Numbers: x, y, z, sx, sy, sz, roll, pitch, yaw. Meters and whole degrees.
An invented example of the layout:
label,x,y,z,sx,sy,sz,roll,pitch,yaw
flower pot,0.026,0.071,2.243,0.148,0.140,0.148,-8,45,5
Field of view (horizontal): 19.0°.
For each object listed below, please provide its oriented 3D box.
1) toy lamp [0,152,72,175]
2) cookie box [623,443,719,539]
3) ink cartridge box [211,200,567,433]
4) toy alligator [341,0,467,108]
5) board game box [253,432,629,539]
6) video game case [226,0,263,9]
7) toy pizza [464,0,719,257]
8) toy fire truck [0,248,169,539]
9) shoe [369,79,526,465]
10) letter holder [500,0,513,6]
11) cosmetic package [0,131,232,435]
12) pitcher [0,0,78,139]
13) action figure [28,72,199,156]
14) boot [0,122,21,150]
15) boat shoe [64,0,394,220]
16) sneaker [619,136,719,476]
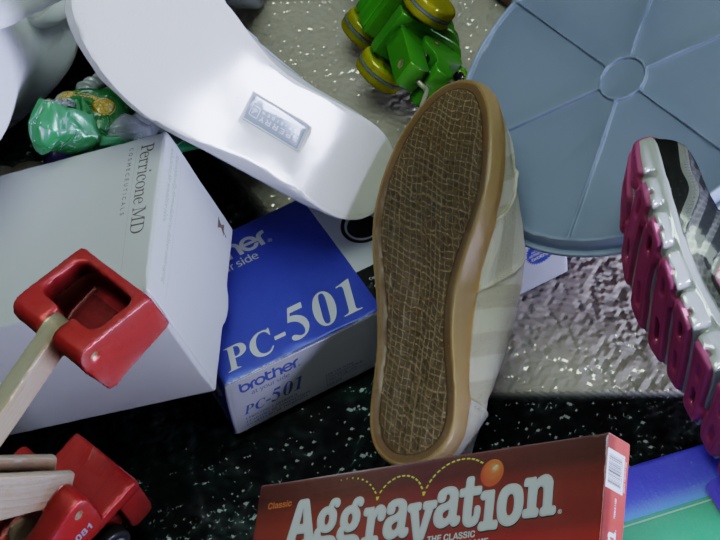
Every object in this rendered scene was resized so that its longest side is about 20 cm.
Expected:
label,x,y,z,sx,sy,sz,roll,pitch,yaw
toy lamp,-0.248,-0.040,1.177,0.198,0.058,0.059,-11,50,-1
cookie box,0.154,0.168,0.943,0.198,0.076,0.172,-16,49,-8
ink cartridge box,0.000,0.000,1.122,0.199,0.044,0.094,-26,50,-15
toy alligator,0.036,-0.122,1.208,0.054,0.059,0.201,23,29,-30
board game box,0.027,0.134,0.942,0.199,0.019,0.104,-13,58,38
video game case,-0.170,-0.180,1.220,0.198,0.182,0.024,7,89,11
toy pizza,0.140,-0.091,1.100,0.199,0.032,0.202,-17,53,24
toy fire truck,-0.157,0.103,0.973,0.049,0.141,0.200,33,72,29
shoe,0.044,0.006,1.062,0.069,0.053,0.202,-2,72,34
letter holder,0.158,-0.252,1.250,0.199,0.143,0.100,-34,54,-21
cosmetic package,-0.171,0.016,1.073,0.198,0.085,0.108,-15,47,17
pitcher,-0.201,-0.111,1.055,0.171,0.122,0.200,-31,2,22
action figure,-0.111,-0.085,1.135,0.117,0.055,0.200,9,14,26
boot,-0.289,-0.133,1.250,0.161,0.074,0.199,-15,55,-5
boat shoe,-0.070,-0.092,1.071,0.068,0.199,0.073,14,79,60
sneaker,0.181,0.019,0.973,0.087,0.074,0.201,-15,56,-11
